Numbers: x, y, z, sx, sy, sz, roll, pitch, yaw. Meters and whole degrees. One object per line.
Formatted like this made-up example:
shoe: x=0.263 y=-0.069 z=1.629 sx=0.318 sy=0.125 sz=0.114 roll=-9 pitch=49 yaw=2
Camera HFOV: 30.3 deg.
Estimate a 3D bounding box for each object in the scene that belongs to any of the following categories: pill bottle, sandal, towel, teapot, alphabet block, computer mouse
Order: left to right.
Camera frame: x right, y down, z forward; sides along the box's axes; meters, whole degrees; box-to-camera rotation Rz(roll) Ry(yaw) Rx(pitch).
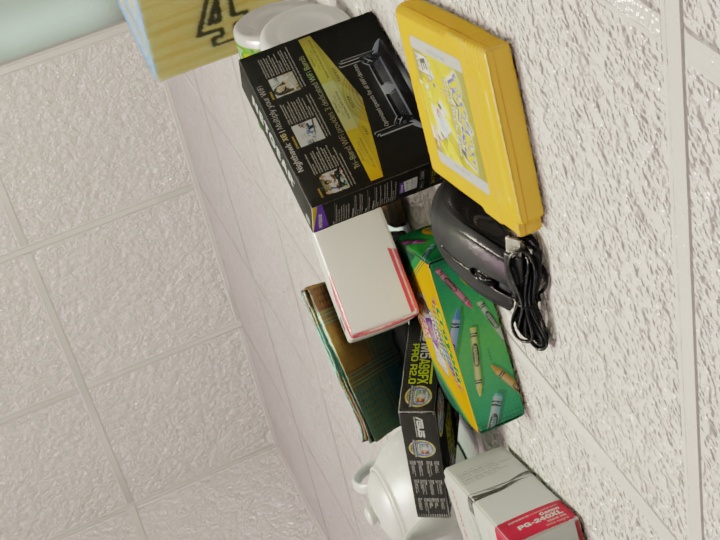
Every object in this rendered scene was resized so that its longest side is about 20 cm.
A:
alphabet block: x=-0.230 y=-0.411 z=1.805 sx=0.197 sy=0.198 sz=0.196 roll=84 pitch=160 yaw=-55
pill bottle: x=-0.083 y=-0.225 z=1.666 sx=0.111 sy=0.110 sz=0.201 roll=-128 pitch=20 yaw=-55
pill bottle: x=-0.048 y=-0.198 z=1.550 sx=0.113 sy=0.111 sz=0.201 roll=-123 pitch=16 yaw=-44
towel: x=0.003 y=0.103 z=1.630 sx=0.146 sy=0.022 sz=0.202 roll=-17 pitch=-97 yaw=-61
sandal: x=0.006 y=-0.084 z=1.651 sx=0.200 sy=0.054 sz=0.082 roll=-144 pitch=34 yaw=-70
teapot: x=0.072 y=0.309 z=1.830 sx=0.201 sy=0.145 sz=0.199 roll=89 pitch=157 yaw=-62
computer mouse: x=0.112 y=-0.020 z=1.271 sx=0.200 sy=0.052 sz=0.139 roll=-123 pitch=15 yaw=-47

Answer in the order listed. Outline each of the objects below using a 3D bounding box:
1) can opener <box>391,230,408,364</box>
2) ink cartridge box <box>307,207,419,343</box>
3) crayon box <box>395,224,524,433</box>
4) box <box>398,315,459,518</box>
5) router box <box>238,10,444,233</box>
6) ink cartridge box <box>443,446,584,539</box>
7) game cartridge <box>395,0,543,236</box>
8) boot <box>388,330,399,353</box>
can opener: x=0.055 y=0.043 z=1.655 sx=0.066 sy=0.052 sz=0.202 roll=-131 pitch=23 yaw=-62
ink cartridge box: x=0.000 y=0.000 z=1.506 sx=0.200 sy=0.084 sz=0.147 roll=88 pitch=161 yaw=-85
crayon box: x=0.106 y=0.059 z=1.427 sx=0.119 sy=0.058 sz=0.202 roll=-139 pitch=29 yaw=-69
box: x=0.085 y=0.173 z=1.595 sx=0.161 sy=0.044 sz=0.201 roll=-81 pitch=-15 yaw=-46
router box: x=-0.018 y=-0.156 z=1.371 sx=0.052 sy=0.156 sz=0.201 roll=91 pitch=156 yaw=-62
ink cartridge box: x=0.179 y=0.304 z=1.471 sx=0.200 sy=0.083 sz=0.146 roll=-137 pitch=28 yaw=-67
game cartridge: x=0.096 y=-0.139 z=1.185 sx=0.200 sy=0.032 sz=0.178 roll=-130 pitch=22 yaw=-62
boot: x=0.043 y=0.092 z=1.772 sx=0.138 sy=0.077 sz=0.201 roll=32 pitch=-135 yaw=-24
